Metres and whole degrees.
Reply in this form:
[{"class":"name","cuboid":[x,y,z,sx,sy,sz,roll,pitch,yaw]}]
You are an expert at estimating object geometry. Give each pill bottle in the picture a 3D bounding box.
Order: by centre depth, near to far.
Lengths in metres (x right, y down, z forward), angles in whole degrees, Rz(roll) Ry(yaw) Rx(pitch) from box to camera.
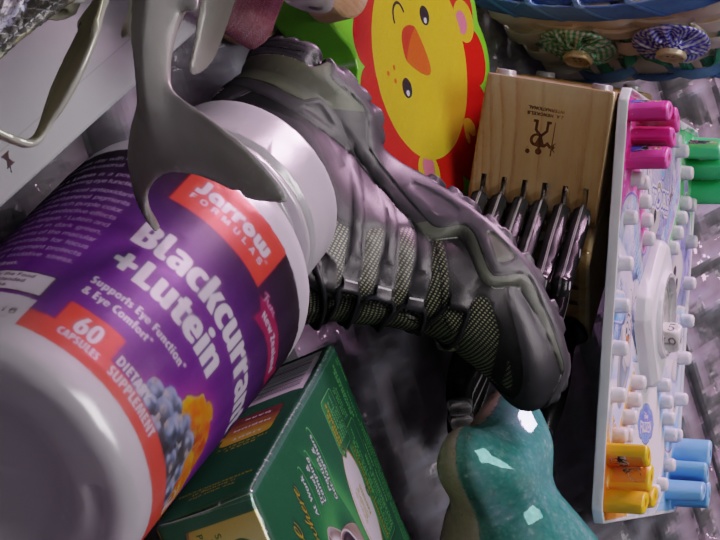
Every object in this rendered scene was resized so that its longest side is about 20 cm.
[{"class":"pill bottle","cuboid":[-0.087,0.019,1.002,0.112,0.111,0.200,61,38,-19]}]

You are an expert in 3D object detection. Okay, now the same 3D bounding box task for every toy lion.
[{"class":"toy lion","cuboid":[0.010,-0.132,1.238,0.192,0.068,0.201,45,44,-45]}]

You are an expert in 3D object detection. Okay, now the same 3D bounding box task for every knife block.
[{"class":"knife block","cuboid":[0.086,-0.006,1.279,0.200,0.064,0.177,-17,117,-77]}]

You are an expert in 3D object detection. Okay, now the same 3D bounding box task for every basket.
[{"class":"basket","cuboid":[0.134,-0.184,1.320,0.200,0.175,0.140,59,41,-40]}]

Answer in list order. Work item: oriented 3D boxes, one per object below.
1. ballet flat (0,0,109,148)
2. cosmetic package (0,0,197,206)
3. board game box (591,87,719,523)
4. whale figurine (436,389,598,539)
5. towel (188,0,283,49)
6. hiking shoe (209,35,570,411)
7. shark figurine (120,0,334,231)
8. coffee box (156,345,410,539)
[{"class":"ballet flat","cuboid":[-0.147,-0.053,0.916,0.201,0.072,0.072,-50,124,-12]},{"class":"cosmetic package","cuboid":[-0.140,-0.129,1.032,0.151,0.051,0.200,62,38,-16]},{"class":"board game box","cuboid":[0.151,0.022,1.308,0.200,0.026,0.202,11,82,-73]},{"class":"whale figurine","cuboid":[0.087,0.155,1.174,0.159,0.103,0.201,-32,118,-60]},{"class":"towel","cuboid":[-0.081,-0.189,1.036,0.200,0.023,0.145,26,82,-47]},{"class":"hiking shoe","cuboid":[0.000,0.000,1.138,0.200,0.076,0.101,45,72,-2]},{"class":"shark figurine","cuboid":[-0.040,-0.115,0.976,0.215,0.089,0.129,-65,138,-57]},{"class":"coffee box","cuboid":[-0.022,0.115,1.053,0.200,0.044,0.124,-64,134,-73]}]
